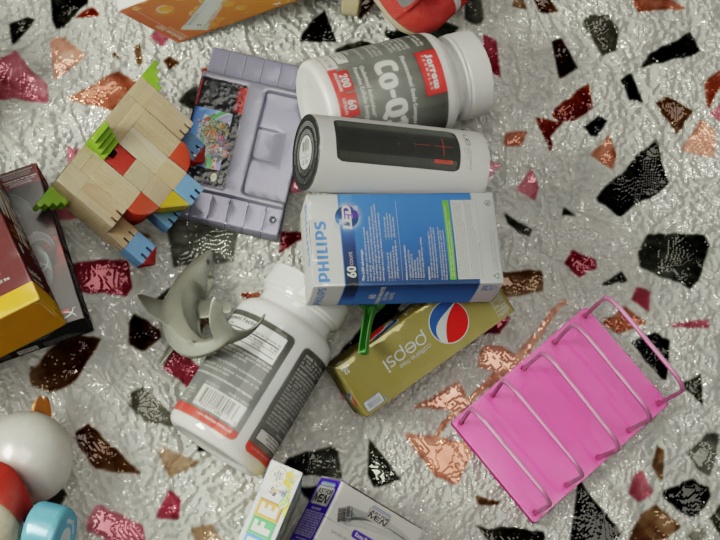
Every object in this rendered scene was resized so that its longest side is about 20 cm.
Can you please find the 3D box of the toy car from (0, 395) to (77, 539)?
[{"bbox_3d":[-0.347,0.223,1.518,0.182,0.178,0.201,10,47,13],"label":"toy car"}]

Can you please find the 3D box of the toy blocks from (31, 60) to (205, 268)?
[{"bbox_3d":[-0.231,-0.101,1.582,0.136,0.100,0.201,40,66,-12],"label":"toy blocks"}]

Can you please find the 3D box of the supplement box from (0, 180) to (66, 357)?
[{"bbox_3d":[-0.431,-0.004,1.482,0.196,0.133,0.202,-27,79,-5],"label":"supplement box"}]

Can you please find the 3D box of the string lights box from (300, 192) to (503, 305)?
[{"bbox_3d":[0.041,-0.023,1.532,0.197,0.059,0.104,-1,69,-10],"label":"string lights box"}]

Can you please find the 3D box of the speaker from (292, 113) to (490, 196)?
[{"bbox_3d":[0.033,-0.114,1.551,0.198,0.081,0.082,4,74,-23],"label":"speaker"}]

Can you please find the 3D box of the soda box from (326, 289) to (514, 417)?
[{"bbox_3d":[0.063,0.072,1.592,0.199,0.068,0.064,-34,96,-11],"label":"soda box"}]

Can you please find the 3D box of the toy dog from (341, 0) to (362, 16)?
[{"bbox_3d":[-0.032,-0.393,1.695,0.130,0.096,0.203,-8,77,-7],"label":"toy dog"}]

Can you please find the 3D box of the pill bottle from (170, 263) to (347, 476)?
[{"bbox_3d":[-0.102,0.102,1.558,0.115,0.116,0.201,31,76,5],"label":"pill bottle"}]

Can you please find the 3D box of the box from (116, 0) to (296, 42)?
[{"bbox_3d":[-0.156,-0.338,1.622,0.198,0.124,0.099,-15,75,24],"label":"box"}]

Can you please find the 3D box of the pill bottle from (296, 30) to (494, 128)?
[{"bbox_3d":[0.039,-0.196,1.631,0.198,0.114,0.115,-16,77,-17],"label":"pill bottle"}]

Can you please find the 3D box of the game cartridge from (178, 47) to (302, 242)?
[{"bbox_3d":[-0.131,-0.143,1.662,0.128,0.038,0.203,13,76,-4],"label":"game cartridge"}]

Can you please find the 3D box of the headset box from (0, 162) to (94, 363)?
[{"bbox_3d":[-0.388,-0.011,1.593,0.147,0.077,0.202,-18,79,-7],"label":"headset box"}]

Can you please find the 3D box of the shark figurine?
[{"bbox_3d":[-0.187,0.048,1.536,0.089,0.214,0.129,37,93,-25],"label":"shark figurine"}]

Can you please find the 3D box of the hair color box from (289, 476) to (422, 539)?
[{"bbox_3d":[-0.032,0.326,1.516,0.109,0.065,0.202,33,77,-19],"label":"hair color box"}]

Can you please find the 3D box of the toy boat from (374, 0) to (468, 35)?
[{"bbox_3d":[0.098,-0.362,1.654,0.131,0.130,0.200,51,58,-11],"label":"toy boat"}]

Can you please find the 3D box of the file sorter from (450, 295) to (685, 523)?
[{"bbox_3d":[0.219,0.142,1.559,0.199,0.126,0.139,-39,81,-11],"label":"file sorter"}]

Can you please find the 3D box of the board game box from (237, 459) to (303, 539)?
[{"bbox_3d":[-0.098,0.267,1.473,0.034,0.200,0.136,22,75,3],"label":"board game box"}]

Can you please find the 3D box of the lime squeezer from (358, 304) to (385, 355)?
[{"bbox_3d":[0.000,0.000,1.587,0.037,0.070,0.203,-19,67,33],"label":"lime squeezer"}]
